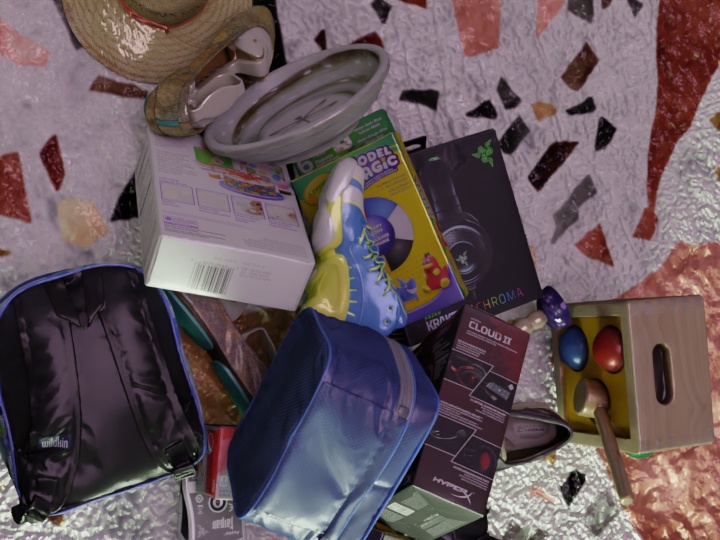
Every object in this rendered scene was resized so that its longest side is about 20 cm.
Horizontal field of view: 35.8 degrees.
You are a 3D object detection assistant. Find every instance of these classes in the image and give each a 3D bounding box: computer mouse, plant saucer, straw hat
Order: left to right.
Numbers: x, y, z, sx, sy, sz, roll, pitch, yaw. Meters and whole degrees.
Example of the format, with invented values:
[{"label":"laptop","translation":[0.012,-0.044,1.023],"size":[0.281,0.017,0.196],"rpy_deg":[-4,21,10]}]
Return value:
[{"label":"straw hat","translation":[-0.190,-0.288,1.096],"size":[0.198,0.085,0.205],"rpy_deg":[1,87,-23]},{"label":"computer mouse","translation":[-0.144,0.261,1.101],"size":[0.108,0.044,0.203],"rpy_deg":[2,85,-25]},{"label":"plant saucer","translation":[-0.056,-0.153,1.093],"size":[0.199,0.199,0.051],"rpy_deg":[-37,119,-20]}]

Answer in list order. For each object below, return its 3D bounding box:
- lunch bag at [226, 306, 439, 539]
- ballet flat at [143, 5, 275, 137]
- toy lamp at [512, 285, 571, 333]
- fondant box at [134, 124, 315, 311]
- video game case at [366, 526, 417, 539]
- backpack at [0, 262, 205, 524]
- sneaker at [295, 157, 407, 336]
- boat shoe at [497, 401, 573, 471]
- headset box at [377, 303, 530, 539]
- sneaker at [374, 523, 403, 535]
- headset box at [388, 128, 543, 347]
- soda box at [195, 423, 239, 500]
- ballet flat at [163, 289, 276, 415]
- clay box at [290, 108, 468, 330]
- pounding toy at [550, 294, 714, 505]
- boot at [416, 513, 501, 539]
[{"label":"lunch bag","translation":[-0.024,0.151,0.979],"size":[0.131,0.136,0.202],"rpy_deg":[23,107,-21]},{"label":"ballet flat","translation":[-0.129,-0.195,1.102],"size":[0.071,0.070,0.200],"rpy_deg":[51,54,-12]},{"label":"toy lamp","translation":[0.136,0.087,1.212],"size":[0.198,0.058,0.059],"rpy_deg":[-30,98,-11]},{"label":"fondant box","translation":[-0.133,-0.053,1.050],"size":[0.142,0.201,0.059],"rpy_deg":[11,123,-21]},{"label":"video game case","translation":[0.014,0.362,1.107],"size":[0.025,0.181,0.203],"rpy_deg":[13,78,24]},{"label":"backpack","translation":[-0.249,0.098,1.013],"size":[0.181,0.147,0.203],"rpy_deg":[-14,96,-20]},{"label":"sneaker","translation":[0.000,0.000,1.043],"size":[0.103,0.076,0.203],"rpy_deg":[11,104,-6]},{"label":"boat shoe","translation":[0.140,0.184,1.212],"size":[0.197,0.065,0.073],"rpy_deg":[-5,90,-22]},{"label":"headset box","translation":[0.082,0.137,1.047],"size":[0.074,0.149,0.202],"rpy_deg":[23,62,-8]},{"label":"sneaker","translation":[-0.010,0.304,1.129],"size":[0.075,0.090,0.200],"rpy_deg":[46,72,-13]},{"label":"headset box","translation":[0.078,-0.040,1.187],"size":[0.172,0.093,0.203],"rpy_deg":[-17,92,-23]},{"label":"soda box","translation":[-0.058,0.190,1.090],"size":[0.197,0.063,0.071],"rpy_deg":[6,83,-25]},{"label":"ballet flat","translation":[-0.131,0.066,1.113],"size":[0.067,0.068,0.201],"rpy_deg":[-41,112,-24]},{"label":"clay box","translation":[0.013,-0.044,1.088],"size":[0.114,0.048,0.202],"rpy_deg":[-24,92,13]},{"label":"pounding toy","translation":[0.284,0.133,1.211],"size":[0.140,0.184,0.203],"rpy_deg":[-3,88,-22]},{"label":"boot","translation":[0.121,0.229,1.144],"size":[0.163,0.066,0.203],"rpy_deg":[3,64,-26]}]
